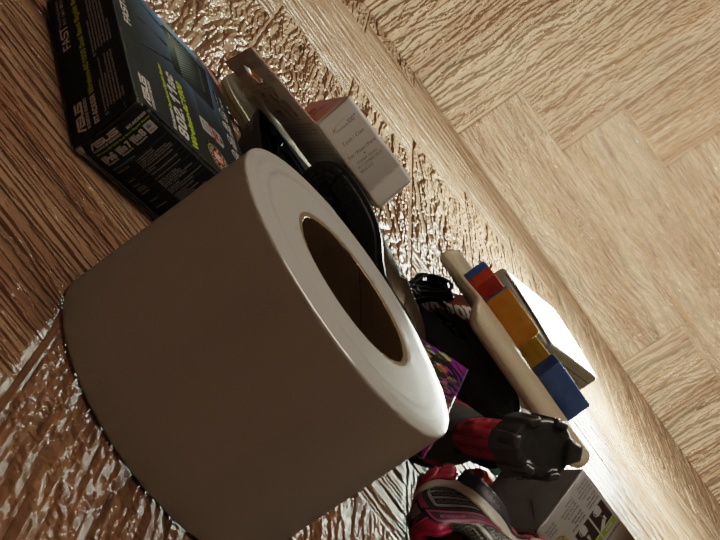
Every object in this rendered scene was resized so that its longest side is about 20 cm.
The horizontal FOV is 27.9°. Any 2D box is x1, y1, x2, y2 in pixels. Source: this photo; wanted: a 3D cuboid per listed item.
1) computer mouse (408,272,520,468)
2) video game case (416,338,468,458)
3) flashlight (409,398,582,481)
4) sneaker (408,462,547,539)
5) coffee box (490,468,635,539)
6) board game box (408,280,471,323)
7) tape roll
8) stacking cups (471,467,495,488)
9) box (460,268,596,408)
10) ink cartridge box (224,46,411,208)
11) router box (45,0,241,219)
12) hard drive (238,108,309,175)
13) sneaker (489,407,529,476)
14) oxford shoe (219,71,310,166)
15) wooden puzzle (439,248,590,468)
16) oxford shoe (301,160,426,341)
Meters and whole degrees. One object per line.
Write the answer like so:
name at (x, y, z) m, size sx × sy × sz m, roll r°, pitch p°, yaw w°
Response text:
computer mouse at (0.090, 0.085, 1.338) m, size 0.138 × 0.053 × 0.201 m, roll -13°, pitch 69°, yaw -51°
video game case at (-0.008, 0.061, 1.122) m, size 0.181 × 0.036 × 0.200 m, roll 33°, pitch 11°, yaw 4°
flashlight at (0.095, 0.136, 1.190) m, size 0.068 × 0.068 × 0.200 m, roll 56°, pitch -19°, yaw -12°
sneaker at (0.113, 0.247, 1.167) m, size 0.200 × 0.081 × 0.075 m, roll 40°, pitch 31°, yaw -9°
coffee box at (0.193, 0.273, 1.273) m, size 0.200 × 0.080 × 0.113 m, roll 52°, pitch -30°, yaw -15°
board game box at (0.061, 0.054, 1.404) m, size 0.199 × 0.019 × 0.103 m, roll 15°, pitch 41°, yaw -38°
tape roll at (-0.058, 0.048, 0.857) m, size 0.203 × 0.139 × 0.203 m, roll 52°, pitch 13°, yaw -17°
stacking cups at (0.155, 0.262, 1.357) m, size 0.200 × 0.060 × 0.061 m, roll 46°, pitch 15°, yaw -21°
box at (0.168, 0.096, 1.650) m, size 0.109 × 0.127 × 0.200 m, roll 61°, pitch 12°, yaw 25°
ink cartridge box at (-0.042, -0.140, 1.321) m, size 0.177 × 0.045 × 0.200 m, roll 51°, pitch -6°, yaw -11°
router box at (-0.159, -0.124, 1.103) m, size 0.150 × 0.062 × 0.201 m, roll 43°, pitch 17°, yaw -42°
hard drive at (-0.063, -0.053, 1.339) m, size 0.135 × 0.042 × 0.201 m, roll 49°, pitch 15°, yaw -32°
sneaker at (0.118, 0.164, 1.444) m, size 0.200 × 0.078 × 0.090 m, roll 42°, pitch 25°, yaw -19°
oxford shoe at (-0.068, -0.123, 1.474) m, size 0.201 × 0.058 × 0.075 m, roll 56°, pitch 9°, yaw -7°
wooden puzzle at (0.151, 0.071, 1.354) m, size 0.186 × 0.046 × 0.200 m, roll 54°, pitch 7°, yaw -16°
oxford shoe at (0.000, 0.000, 1.256) m, size 0.084 × 0.072 × 0.201 m, roll -43°, pitch 112°, yaw -76°
